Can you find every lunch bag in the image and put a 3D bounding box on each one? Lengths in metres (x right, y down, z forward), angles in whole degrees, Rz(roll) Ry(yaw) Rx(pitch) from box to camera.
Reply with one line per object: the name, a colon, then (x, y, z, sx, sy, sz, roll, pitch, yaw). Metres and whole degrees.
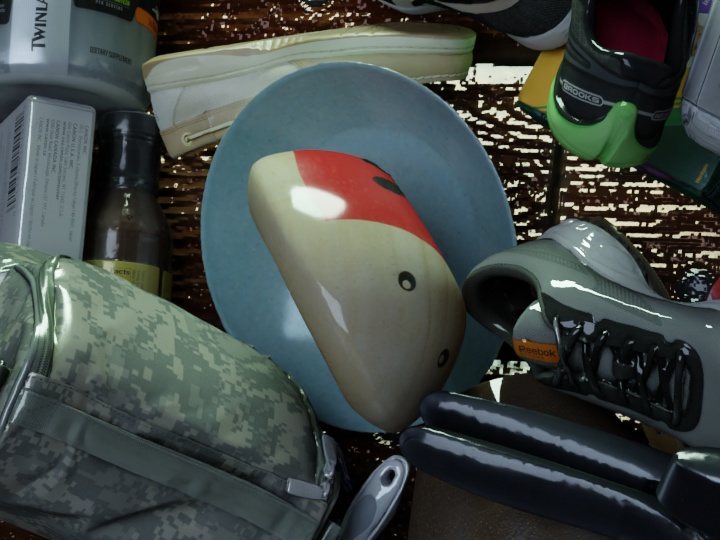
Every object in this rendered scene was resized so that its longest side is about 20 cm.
lunch bag: (-0.120, 0.082, 0.941, 0.140, 0.199, 0.167, -64, 27, -2)

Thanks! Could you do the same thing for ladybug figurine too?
ladybug figurine: (0.000, 0.000, 0.906, 0.071, 0.136, 0.200, -28, 27, -2)

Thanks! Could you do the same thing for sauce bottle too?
sauce bottle: (-0.141, 0.009, 1.084, 0.064, 0.065, 0.202, -2, 76, 26)

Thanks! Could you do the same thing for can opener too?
can opener: (0.113, 0.093, 0.803, 0.198, 0.063, 0.079, 17, 117, 23)

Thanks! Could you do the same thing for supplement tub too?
supplement tub: (-0.179, -0.194, 1.114, 0.121, 0.122, 0.202, -2, 78, 25)

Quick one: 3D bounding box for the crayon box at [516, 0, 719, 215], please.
crayon box: (0.183, -0.145, 0.961, 0.118, 0.058, 0.201, 29, 92, 29)

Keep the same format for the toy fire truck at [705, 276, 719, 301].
toy fire truck: (0.269, 0.050, 0.841, 0.198, 0.049, 0.142, -8, 52, -9)

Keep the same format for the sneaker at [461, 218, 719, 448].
sneaker: (0.122, 0.040, 0.842, 0.200, 0.079, 0.075, 32, 128, 50)

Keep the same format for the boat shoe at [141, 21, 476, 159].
boat shoe: (-0.027, -0.100, 1.055, 0.198, 0.074, 0.070, -4, 100, 21)

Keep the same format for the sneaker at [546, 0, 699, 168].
sneaker: (0.134, -0.143, 0.880, 0.076, 0.084, 0.202, 12, 56, -11)

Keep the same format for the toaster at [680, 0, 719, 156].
toaster: (0.238, -0.098, 0.865, 0.113, 0.199, 0.130, 35, 109, 38)

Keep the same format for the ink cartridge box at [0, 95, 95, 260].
ink cartridge box: (-0.211, 0.013, 1.105, 0.176, 0.044, 0.202, 163, 114, -64)

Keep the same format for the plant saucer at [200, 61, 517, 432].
plant saucer: (0.004, -0.014, 1.010, 0.199, 0.039, 0.203, 6, 102, 30)

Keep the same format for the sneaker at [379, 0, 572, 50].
sneaker: (0.031, -0.186, 0.986, 0.199, 0.112, 0.074, 27, 87, 50)

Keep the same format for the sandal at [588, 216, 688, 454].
sandal: (0.156, 0.059, 0.916, 0.054, 0.080, 0.201, -35, 59, 3)

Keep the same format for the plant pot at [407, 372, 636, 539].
plant pot: (0.093, 0.158, 0.884, 0.186, 0.187, 0.202, -25, 56, 19)

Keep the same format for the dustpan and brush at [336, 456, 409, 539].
dustpan and brush: (-0.025, 0.183, 0.979, 0.139, 0.057, 0.201, 38, 97, 28)
